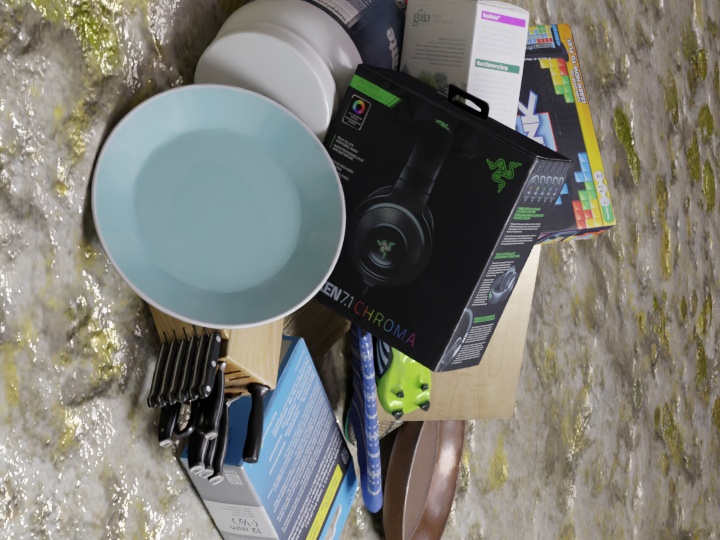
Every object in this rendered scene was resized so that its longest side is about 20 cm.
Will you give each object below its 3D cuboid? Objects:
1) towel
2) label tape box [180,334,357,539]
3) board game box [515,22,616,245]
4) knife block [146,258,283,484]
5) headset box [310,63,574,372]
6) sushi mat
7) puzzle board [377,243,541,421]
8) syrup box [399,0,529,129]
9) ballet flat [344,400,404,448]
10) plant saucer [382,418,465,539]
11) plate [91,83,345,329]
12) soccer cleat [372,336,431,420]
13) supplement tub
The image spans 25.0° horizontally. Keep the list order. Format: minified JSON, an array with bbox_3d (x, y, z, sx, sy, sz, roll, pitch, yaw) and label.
[{"bbox_3d":[0.000,0.100,1.458,0.145,0.024,0.201,-99,-176,-56],"label":"towel"},{"bbox_3d":[-0.072,0.174,1.408,0.201,0.066,0.144,71,32,-42],"label":"label tape box"},{"bbox_3d":[0.134,-0.122,1.499,0.164,0.057,0.201,-8,80,-24],"label":"board game box"},{"bbox_3d":[-0.102,0.065,1.312,0.200,0.064,0.177,-36,112,-58],"label":"knife block"},{"bbox_3d":[0.051,-0.049,1.296,0.093,0.174,0.201,-3,121,-64],"label":"headset box"},{"bbox_3d":[0.000,0.000,1.500,0.200,0.012,0.096,-47,139,-15],"label":"sushi mat"},{"bbox_3d":[0.087,0.054,1.553,0.017,0.150,0.201,-115,-151,-62],"label":"puzzle board"},{"bbox_3d":[0.081,-0.129,1.383,0.081,0.078,0.202,2,97,-50],"label":"syrup box"},{"bbox_3d":[0.048,0.096,1.633,0.201,0.075,0.068,-64,145,-40],"label":"ballet flat"},{"bbox_3d":[0.064,0.210,1.677,0.200,0.034,0.202,10,90,-72],"label":"plant saucer"},{"bbox_3d":[-0.109,-0.048,1.248,0.026,0.199,0.201,131,-25,-63],"label":"plate"},{"bbox_3d":[0.039,0.045,1.432,0.201,0.067,0.081,101,-31,-43],"label":"soccer cleat"},{"bbox_3d":[-0.042,-0.181,1.378,0.200,0.139,0.141,-50,133,-52],"label":"supplement tub"}]
